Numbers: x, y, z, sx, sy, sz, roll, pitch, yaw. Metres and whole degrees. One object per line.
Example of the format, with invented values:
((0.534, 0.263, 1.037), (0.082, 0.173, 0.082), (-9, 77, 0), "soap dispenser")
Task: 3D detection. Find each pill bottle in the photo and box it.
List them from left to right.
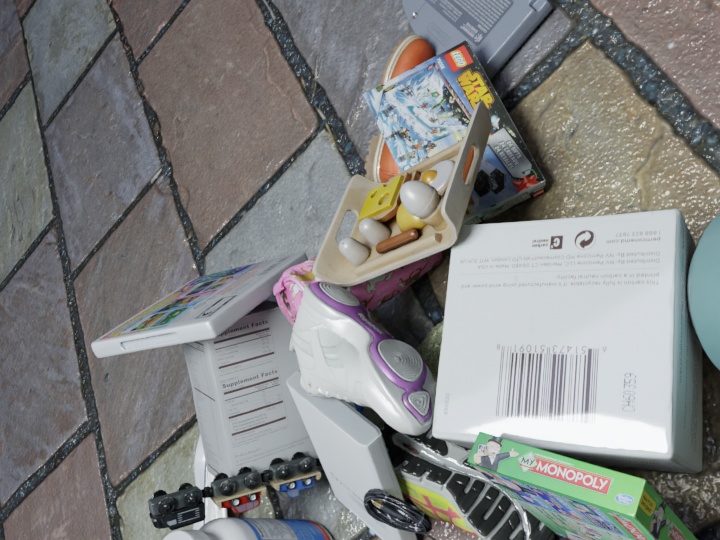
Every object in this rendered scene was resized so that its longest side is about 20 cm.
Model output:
((-0.126, 0.333, 0.830), (0.112, 0.200, 0.112), (-15, 66, 37), "pill bottle")

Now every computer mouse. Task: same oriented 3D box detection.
((0.092, 0.264, 0.714), (0.200, 0.034, 0.059), (34, 137, 6), "computer mouse")

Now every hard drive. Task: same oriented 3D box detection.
((-0.006, 0.207, 0.789), (0.027, 0.200, 0.132), (-37, 42, -23), "hard drive")

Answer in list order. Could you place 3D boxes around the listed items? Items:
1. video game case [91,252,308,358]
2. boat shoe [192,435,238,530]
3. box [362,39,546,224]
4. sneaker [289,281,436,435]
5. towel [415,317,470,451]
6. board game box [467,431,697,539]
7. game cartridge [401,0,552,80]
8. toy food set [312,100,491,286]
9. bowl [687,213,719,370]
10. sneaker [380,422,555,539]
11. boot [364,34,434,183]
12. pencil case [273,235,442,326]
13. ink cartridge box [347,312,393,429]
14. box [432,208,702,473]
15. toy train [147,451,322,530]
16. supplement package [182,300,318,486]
((-0.181, 0.038, 0.870), (0.182, 0.200, 0.024), (-12, 106, 31), "video game case")
((-0.178, 0.295, 0.992), (0.070, 0.071, 0.200), (-6, 65, 11), "boat shoe")
((0.104, -0.146, 0.849), (0.137, 0.040, 0.200), (-26, 70, 8), "box")
((-0.002, 0.096, 0.707), (0.200, 0.075, 0.100), (45, 116, 44), "sneaker")
((0.141, 0.084, 0.794), (0.200, 0.036, 0.148), (-48, 49, 19), "towel")
((0.189, 0.195, 0.601), (0.134, 0.200, 0.029), (7, 63, 42), "board game box")
((0.136, -0.326, 0.945), (0.133, 0.040, 0.200), (-45, 50, 16), "game cartridge")
((0.037, -0.075, 0.745), (0.200, 0.060, 0.144), (-22, 39, 47), "toy food set")
((0.329, 0.016, 0.567), (0.105, 0.201, 0.201), (-5, 71, 61), "bowl")
((0.105, 0.227, 0.761), (0.200, 0.090, 0.078), (31, 57, 27), "sneaker")
((0.077, -0.193, 0.927), (0.107, 0.075, 0.200), (11, 93, 40), "boot")
((0.000, 0.000, 0.846), (0.200, 0.083, 0.086), (-33, 52, -29), "pencil case")
((-0.027, 0.100, 0.895), (0.200, 0.067, 0.116), (48, 127, 40), "ink cartridge box")
((0.187, 0.065, 0.660), (0.199, 0.131, 0.200), (-2, 71, 31), "box")
((-0.130, 0.242, 0.819), (0.034, 0.200, 0.046), (8, 104, 60), "toy train")
((-0.134, 0.144, 0.897), (0.114, 0.109, 0.200), (6, 107, 60), "supplement package")
